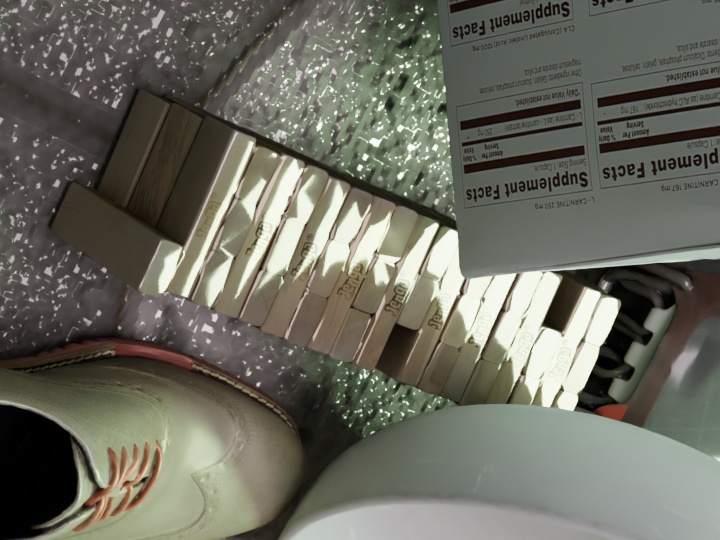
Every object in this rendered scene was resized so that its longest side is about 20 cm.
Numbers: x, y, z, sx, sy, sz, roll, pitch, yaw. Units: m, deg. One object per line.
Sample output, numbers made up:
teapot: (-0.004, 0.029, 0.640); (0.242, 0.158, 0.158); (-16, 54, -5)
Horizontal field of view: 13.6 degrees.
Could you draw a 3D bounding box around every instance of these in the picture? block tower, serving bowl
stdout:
block tower: (0.000, 0.000, 0.963); (0.199, 0.054, 0.058); (20, 96, -42)
serving bowl: (0.074, 0.100, 0.990); (0.200, 0.199, 0.066); (47, 50, -40)

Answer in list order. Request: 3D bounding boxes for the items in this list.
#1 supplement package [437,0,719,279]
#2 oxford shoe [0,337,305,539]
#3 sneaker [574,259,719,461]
supplement package: (0.137, -0.106, 0.920); (0.190, 0.147, 0.201); (-4, 89, -36)
oxford shoe: (-0.089, 0.062, 0.907); (0.199, 0.074, 0.071); (6, 106, -39)
sneaker: (0.100, 0.034, 1.044); (0.081, 0.077, 0.201); (-8, 113, -28)
